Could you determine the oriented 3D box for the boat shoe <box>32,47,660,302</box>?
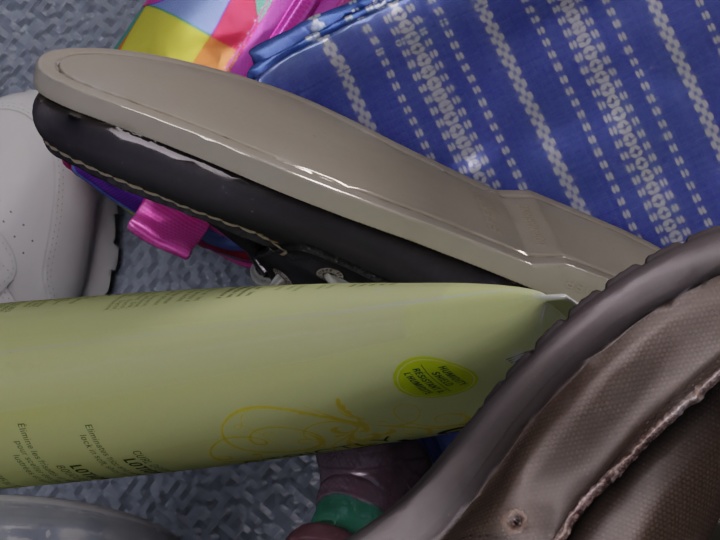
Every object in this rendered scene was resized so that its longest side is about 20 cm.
[{"bbox_3d":[0.000,0.000,0.798,0.200,0.073,0.063,21,108,-10],"label":"boat shoe"}]

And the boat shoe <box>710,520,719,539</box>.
[{"bbox_3d":[0.077,0.138,0.797,0.072,0.060,0.202,7,77,22],"label":"boat shoe"}]

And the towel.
[{"bbox_3d":[0.082,-0.034,0.827,0.200,0.024,0.145,-24,104,12],"label":"towel"}]

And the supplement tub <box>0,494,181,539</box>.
[{"bbox_3d":[-0.108,0.169,0.824,0.122,0.123,0.200,-5,73,19],"label":"supplement tub"}]

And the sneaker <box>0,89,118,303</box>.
[{"bbox_3d":[-0.143,0.031,0.904,0.076,0.081,0.200,25,82,27],"label":"sneaker"}]

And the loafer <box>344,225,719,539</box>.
[{"bbox_3d":[0.048,0.067,0.686,0.200,0.073,0.071,-44,69,10],"label":"loafer"}]

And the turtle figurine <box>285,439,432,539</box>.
[{"bbox_3d":[-0.015,0.124,0.769,0.150,0.101,0.200,19,60,19],"label":"turtle figurine"}]

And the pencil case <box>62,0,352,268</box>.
[{"bbox_3d":[-0.011,-0.091,0.889,0.088,0.088,0.200,27,85,25],"label":"pencil case"}]

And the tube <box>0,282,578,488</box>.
[{"bbox_3d":[-0.020,0.026,0.766,0.200,0.058,0.052,-6,112,29],"label":"tube"}]
